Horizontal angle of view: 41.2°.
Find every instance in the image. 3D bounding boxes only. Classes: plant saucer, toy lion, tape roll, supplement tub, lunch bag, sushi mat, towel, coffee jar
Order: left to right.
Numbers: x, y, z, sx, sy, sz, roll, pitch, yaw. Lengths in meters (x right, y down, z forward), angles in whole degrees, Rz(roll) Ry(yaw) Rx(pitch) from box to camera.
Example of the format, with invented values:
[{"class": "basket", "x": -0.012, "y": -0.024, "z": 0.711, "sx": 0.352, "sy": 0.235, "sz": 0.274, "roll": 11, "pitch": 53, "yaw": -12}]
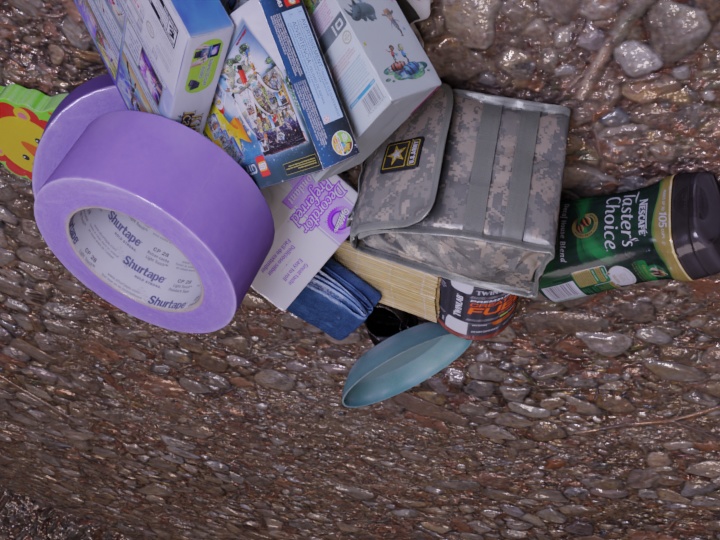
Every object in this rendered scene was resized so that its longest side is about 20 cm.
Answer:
[{"class": "toy lion", "x": -0.354, "y": -0.150, "z": 1.129, "sx": 0.199, "sy": 0.069, "sz": 0.191, "roll": -21, "pitch": 127, "yaw": 44}, {"class": "tape roll", "x": -0.238, "y": -0.101, "z": 1.008, "sx": 0.197, "sy": 0.085, "sz": 0.203, "roll": -4, "pitch": 110, "yaw": -11}, {"class": "tape roll", "x": -0.182, "y": -0.039, "z": 0.857, "sx": 0.197, "sy": 0.086, "sz": 0.201, "roll": 18, "pitch": 145, "yaw": 13}, {"class": "towel", "x": -0.080, "y": 0.009, "z": 1.126, "sx": 0.199, "sy": 0.049, "sz": 0.112, "roll": 33, "pitch": 147, "yaw": -9}, {"class": "sushi mat", "x": 0.000, "y": 0.000, "z": 1.114, "sx": 0.197, "sy": 0.012, "sz": 0.096, "roll": 19, "pitch": 147, "yaw": 14}, {"class": "plant saucer", "x": 0.057, "y": 0.121, "z": 1.292, "sx": 0.198, "sy": 0.036, "sz": 0.200, "roll": -24, "pitch": 160, "yaw": -9}, {"class": "lunch bag", "x": 0.093, "y": -0.084, "z": 0.932, "sx": 0.197, "sy": 0.166, "sz": 0.118, "roll": 11, "pitch": 155, "yaw": 5}, {"class": "supplement tub", "x": 0.135, "y": -0.011, "z": 1.087, "sx": 0.105, "sy": 0.108, "sz": 0.201, "roll": 10, "pitch": 149, "yaw": 8}, {"class": "coffee jar", "x": 0.277, "y": -0.034, "z": 0.993, "sx": 0.198, "sy": 0.106, "sz": 0.085, "roll": -12, "pitch": 143, "yaw": 36}]

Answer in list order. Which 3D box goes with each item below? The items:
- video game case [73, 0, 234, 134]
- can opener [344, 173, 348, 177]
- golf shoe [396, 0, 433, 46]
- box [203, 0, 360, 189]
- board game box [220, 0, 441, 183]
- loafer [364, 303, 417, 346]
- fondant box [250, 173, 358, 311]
[{"class": "video game case", "x": -0.185, "y": -0.223, "z": 0.826, "sx": 0.045, "sy": 0.202, "sz": 0.182, "roll": -20, "pitch": 162, "yaw": -29}, {"class": "can opener", "x": -0.050, "y": -0.122, "z": 1.041, "sx": 0.066, "sy": 0.054, "sz": 0.201, "roll": 6, "pitch": 147, "yaw": 12}, {"class": "golf shoe", "x": 0.013, "y": -0.184, "z": 0.896, "sx": 0.087, "sy": 0.078, "sz": 0.201, "roll": 8, "pitch": 149, "yaw": 1}, {"class": "box", "x": -0.085, "y": -0.141, "z": 0.804, "sx": 0.199, "sy": 0.037, "sz": 0.138, "roll": -4, "pitch": 110, "yaw": 61}, {"class": "board game box", "x": -0.036, "y": -0.197, "z": 0.793, "sx": 0.202, "sy": 0.064, "sz": 0.147, "roll": 60, "pitch": 145, "yaw": 5}, {"class": "loafer", "x": 0.030, "y": 0.068, "z": 1.290, "sx": 0.072, "sy": 0.072, "sz": 0.201, "roll": 5, "pitch": 147, "yaw": 15}, {"class": "fondant box", "x": -0.107, "y": -0.078, "z": 0.962, "sx": 0.199, "sy": 0.058, "sz": 0.145, "roll": 39, "pitch": 97, "yaw": -23}]
